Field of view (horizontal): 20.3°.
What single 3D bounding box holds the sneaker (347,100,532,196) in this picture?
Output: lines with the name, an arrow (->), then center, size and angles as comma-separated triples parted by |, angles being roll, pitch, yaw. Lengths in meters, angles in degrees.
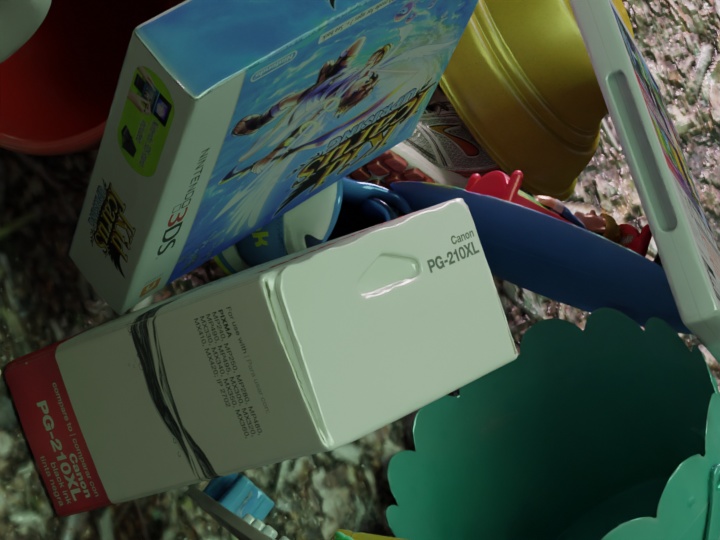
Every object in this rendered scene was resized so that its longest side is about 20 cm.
sneaker -> 0.028, -0.062, 1.170 | 0.199, 0.078, 0.083 | 23, 54, -47

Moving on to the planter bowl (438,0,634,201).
planter bowl -> 0.109, -0.149, 1.217 | 0.200, 0.083, 0.201 | 45, 29, -33

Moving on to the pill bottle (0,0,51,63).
pill bottle -> -0.226, -0.182, 0.899 | 0.109, 0.109, 0.201 | -18, 74, -46

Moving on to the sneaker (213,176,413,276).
sneaker -> 0.000, 0.000, 1.096 | 0.200, 0.082, 0.074 | 33, 55, -51

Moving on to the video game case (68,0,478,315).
video game case -> -0.032, -0.083, 0.926 | 0.199, 0.182, 0.046 | -33, 75, -31

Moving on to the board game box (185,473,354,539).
board game box -> 0.023, 0.171, 0.923 | 0.200, 0.200, 0.026 | 44, 79, -18

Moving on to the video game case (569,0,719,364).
video game case -> 0.167, -0.043, 1.097 | 0.200, 0.023, 0.183 | 30, 41, -70

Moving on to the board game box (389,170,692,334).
board game box -> 0.107, -0.023, 1.099 | 0.039, 0.157, 0.200 | -67, 158, -10

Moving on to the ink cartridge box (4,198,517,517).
ink cartridge box -> -0.048, 0.043, 0.958 | 0.144, 0.199, 0.085 | -23, 93, -46

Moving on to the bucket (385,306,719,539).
bucket -> 0.128, 0.137, 1.110 | 0.135, 0.206, 0.208 | 54, 46, -29

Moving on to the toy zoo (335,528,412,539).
toy zoo -> 0.061, 0.190, 1.034 | 0.021, 0.199, 0.132 | -63, 149, -41

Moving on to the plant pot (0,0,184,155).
plant pot -> -0.096, -0.152, 0.994 | 0.177, 0.199, 0.202 | -2, 78, -56
